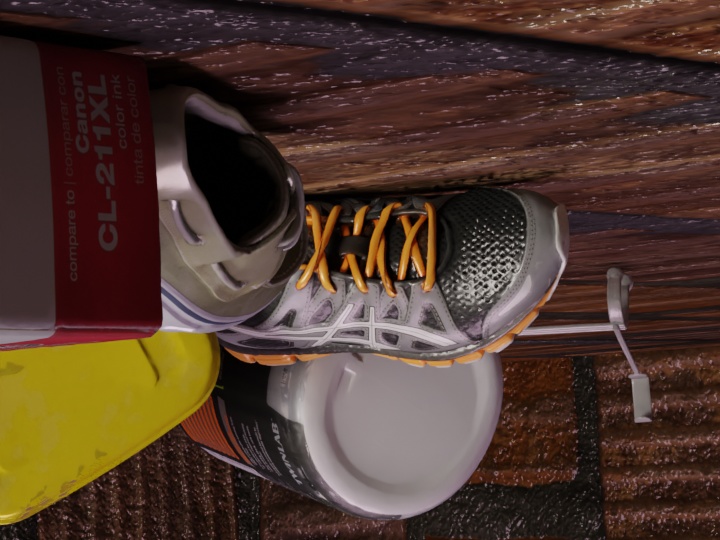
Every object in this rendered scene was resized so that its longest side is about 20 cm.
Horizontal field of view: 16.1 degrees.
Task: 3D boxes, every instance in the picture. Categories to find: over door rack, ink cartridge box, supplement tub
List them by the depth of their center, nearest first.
[{"bbox_3d":[-0.170,-0.018,0.669,0.145,0.083,0.199,-5,175,34],"label":"ink cartridge box"},{"bbox_3d":[-0.026,0.049,1.297,0.122,0.124,0.200,0,-172,-30],"label":"supplement tub"},{"bbox_3d":[0.120,0.048,1.770,0.147,0.067,0.200,-3,155,11],"label":"over door rack"}]

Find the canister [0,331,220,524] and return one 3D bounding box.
[{"bbox_3d":[-0.154,0.049,1.178,0.148,0.087,0.200,-32,-170,-15],"label":"canister"}]

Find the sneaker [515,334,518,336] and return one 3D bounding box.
[{"bbox_3d":[0.052,0.005,1.359,0.091,0.078,0.200,-19,-174,-25],"label":"sneaker"}]

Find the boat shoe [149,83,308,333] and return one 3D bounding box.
[{"bbox_3d":[-0.051,-0.019,0.832,0.062,0.073,0.200,-2,174,18],"label":"boat shoe"}]

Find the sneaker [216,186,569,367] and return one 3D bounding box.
[{"bbox_3d":[0.000,0.000,1.138,0.199,0.079,0.077,-12,153,29],"label":"sneaker"}]
